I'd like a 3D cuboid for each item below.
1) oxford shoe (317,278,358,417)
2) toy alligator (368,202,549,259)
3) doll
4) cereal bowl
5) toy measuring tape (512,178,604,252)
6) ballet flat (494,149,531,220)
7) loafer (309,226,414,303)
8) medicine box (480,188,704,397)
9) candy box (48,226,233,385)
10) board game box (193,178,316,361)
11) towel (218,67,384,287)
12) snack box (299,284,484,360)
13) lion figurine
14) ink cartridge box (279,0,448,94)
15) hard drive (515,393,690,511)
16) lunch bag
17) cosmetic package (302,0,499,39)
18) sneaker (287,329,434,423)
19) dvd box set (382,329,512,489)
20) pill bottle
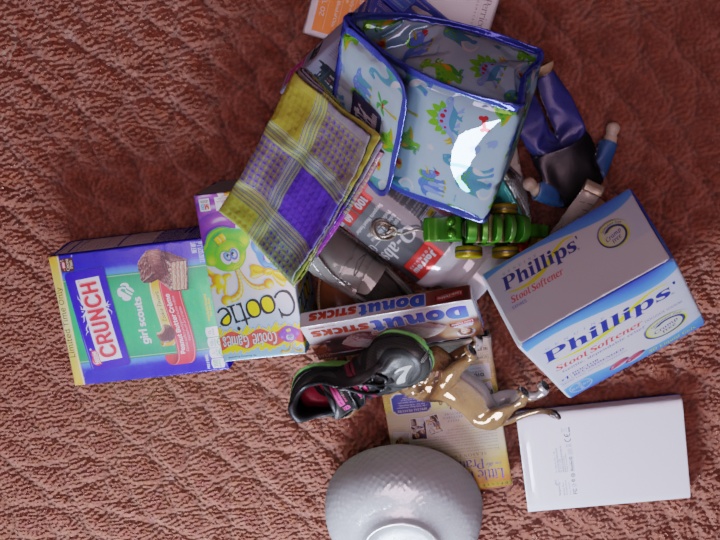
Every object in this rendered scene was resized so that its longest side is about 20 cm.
[{"bbox_3d":[-0.017,0.084,1.229,0.071,0.071,0.200,-5,102,9],"label":"oxford shoe"},{"bbox_3d":[0.111,-0.044,1.079,0.200,0.054,0.059,1,85,-8],"label":"toy alligator"},{"bbox_3d":[0.236,-0.138,1.153,0.136,0.048,0.200,-28,101,-11],"label":"doll"},{"bbox_3d":[0.053,0.314,1.244,0.200,0.083,0.200,1,122,2],"label":"cereal bowl"},{"bbox_3d":[0.220,-0.039,1.157,0.073,0.074,0.200,27,129,-1],"label":"toy measuring tape"},{"bbox_3d":[0.143,-0.135,1.157,0.072,0.072,0.200,-41,106,14],"label":"ballet flat"},{"bbox_3d":[0.000,0.000,1.174,0.200,0.070,0.070,41,62,-29],"label":"loafer"},{"bbox_3d":[0.261,0.032,1.114,0.182,0.200,0.103,-31,58,13],"label":"medicine box"},{"bbox_3d":[-0.264,0.042,1.240,0.200,0.077,0.169,-7,104,9],"label":"candy box"},{"bbox_3d":[-0.120,-0.006,1.199,0.105,0.103,0.200,-7,103,8],"label":"board game box"},{"bbox_3d":[-0.066,-0.099,1.064,0.144,0.023,0.200,46,118,24],"label":"towel"},{"bbox_3d":[0.036,0.061,1.151,0.200,0.024,0.072,-10,140,13],"label":"snack box"},{"bbox_3d":[0.128,0.144,1.196,0.200,0.072,0.122,40,120,-9],"label":"lion figurine"},{"bbox_3d":[0.016,-0.219,1.100,0.119,0.042,0.200,35,136,-22],"label":"ink cartridge box"},{"bbox_3d":[0.301,0.228,1.253,0.200,0.025,0.132,-7,104,8],"label":"hard drive"},{"bbox_3d":[0.064,-0.163,1.030,0.200,0.128,0.170,22,141,9],"label":"lunch bag"},{"bbox_3d":[0.046,-0.287,1.127,0.200,0.071,0.102,16,105,1],"label":"cosmetic package"},{"bbox_3d":[0.000,0.130,1.143,0.200,0.084,0.077,-27,109,31],"label":"sneaker"},{"bbox_3d":[0.105,0.181,1.259,0.146,0.029,0.200,-9,102,8],"label":"dvd box set"},{"bbox_3d":[0.069,-0.053,1.160,0.200,0.116,0.116,37,105,-3],"label":"pill bottle"}]
